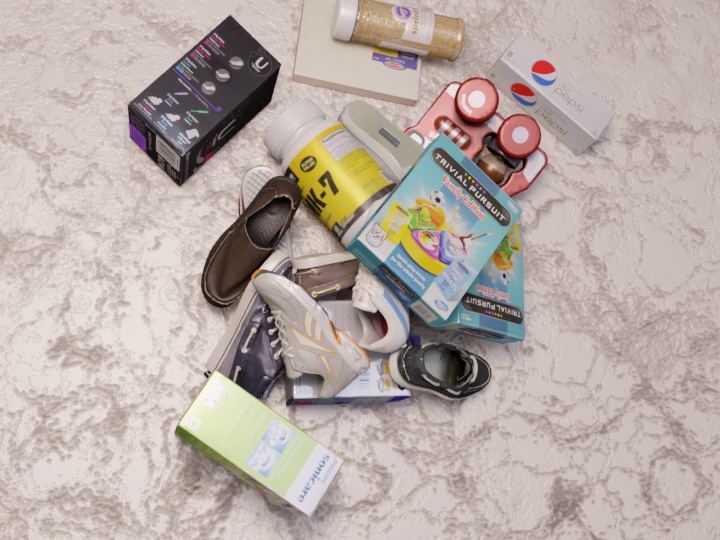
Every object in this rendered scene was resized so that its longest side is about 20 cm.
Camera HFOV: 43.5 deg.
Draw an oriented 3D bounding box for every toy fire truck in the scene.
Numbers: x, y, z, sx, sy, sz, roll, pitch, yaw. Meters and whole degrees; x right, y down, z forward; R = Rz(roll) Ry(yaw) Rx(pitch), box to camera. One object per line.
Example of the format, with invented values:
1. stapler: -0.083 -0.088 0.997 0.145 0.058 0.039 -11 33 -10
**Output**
1. toy fire truck: 0.173 -0.184 1.371 0.200 0.112 0.168 40 95 -1

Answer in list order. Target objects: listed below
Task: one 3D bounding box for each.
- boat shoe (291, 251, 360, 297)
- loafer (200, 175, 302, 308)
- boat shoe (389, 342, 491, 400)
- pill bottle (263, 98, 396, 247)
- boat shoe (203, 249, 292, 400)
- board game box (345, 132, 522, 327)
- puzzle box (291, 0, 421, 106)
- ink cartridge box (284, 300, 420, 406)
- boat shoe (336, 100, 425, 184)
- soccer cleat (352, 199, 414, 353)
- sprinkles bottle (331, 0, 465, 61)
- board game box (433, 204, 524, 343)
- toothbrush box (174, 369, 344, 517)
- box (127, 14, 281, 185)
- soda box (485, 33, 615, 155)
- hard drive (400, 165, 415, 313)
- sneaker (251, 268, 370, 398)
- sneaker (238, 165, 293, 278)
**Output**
1. boat shoe: 0.000 0.000 1.250 0.198 0.072 0.060 -9 96 -29
2. loafer: -0.149 -0.037 1.196 0.073 0.071 0.201 31 97 -11
3. boat shoe: 0.126 0.139 1.247 0.199 0.060 0.077 6 74 -45
4. pill bottle: -0.041 -0.140 1.288 0.114 0.114 0.200 -38 81 -19
5. boat shoe: -0.122 0.080 1.205 0.092 0.075 0.201 32 100 13
6. board game box: 0.098 -0.054 1.160 0.151 0.047 0.201 42 65 -7
7. puzzle box: -0.001 -0.337 1.399 0.198 0.025 0.135 11 73 -11
8. ink cartridge box: -0.005 0.115 1.255 0.197 0.076 0.138 0 76 -12
9. boat shoe: 0.043 -0.166 1.343 0.201 0.071 0.070 43 56 -5
10. soccer cleat: 0.025 0.009 1.179 0.086 0.069 0.203 -8 94 -44
11. sprinkles bottle: 0.057 -0.369 1.372 0.198 0.068 0.069 9 74 -12
12. board game box: 0.167 -0.010 1.264 0.150 0.047 0.202 15 69 -43
13. toothbrush box: -0.134 0.225 1.159 0.199 0.146 0.087 34 71 -4
14. box: -0.218 -0.237 1.268 0.106 0.122 0.200 43 71 0
15. soda box: 0.301 -0.279 1.435 0.199 0.068 0.064 39 71 -2
16. hard drive: 0.113 -0.038 1.278 0.131 0.026 0.203 7 76 -45
17. sneaker: -0.078 0.086 1.152 0.092 0.076 0.200 -46 106 -11
18. sneaker: -0.134 -0.048 1.271 0.077 0.079 0.203 1 100 -7
